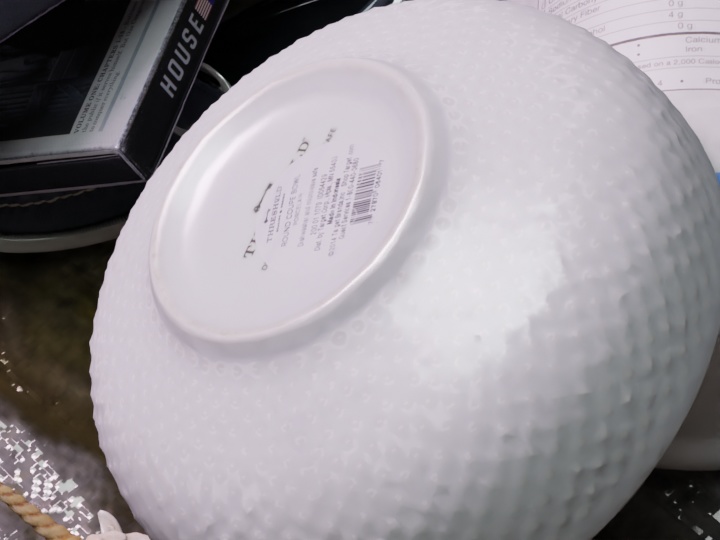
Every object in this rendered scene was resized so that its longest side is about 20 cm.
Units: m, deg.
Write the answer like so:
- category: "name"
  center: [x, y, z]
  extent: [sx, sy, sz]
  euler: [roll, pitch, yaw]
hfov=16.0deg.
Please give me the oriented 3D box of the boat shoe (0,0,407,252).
- category: "boat shoe"
  center: [-0.057, -0.070, 0.930]
  extent: [0.200, 0.062, 0.075]
  euler: [-22, 54, -5]

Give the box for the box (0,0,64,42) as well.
- category: "box"
  center: [-0.153, -0.169, 0.872]
  extent: [0.200, 0.123, 0.198]
  euler: [-38, 36, -27]

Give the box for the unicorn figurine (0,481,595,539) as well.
- category: "unicorn figurine"
  center: [-0.009, 0.123, 0.789]
  extent: [0.200, 0.074, 0.137]
  euler: [-6, 44, -11]

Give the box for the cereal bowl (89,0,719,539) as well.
- category: "cereal bowl"
  center: [0.000, 0.000, 0.736]
  extent: [0.200, 0.083, 0.200]
  euler: [-21, 47, 25]

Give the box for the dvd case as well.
- category: "dvd case"
  center: [-0.131, -0.089, 0.932]
  extent: [0.200, 0.025, 0.150]
  euler: [-3, 53, 36]

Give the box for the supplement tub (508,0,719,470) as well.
- category: "supplement tub"
  center: [0.111, -0.048, 0.842]
  extent: [0.132, 0.132, 0.200]
  euler: [-2, 54, 9]
